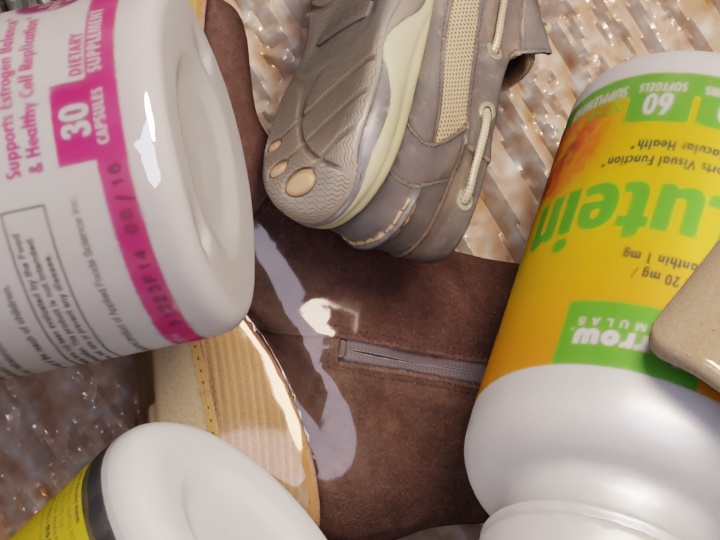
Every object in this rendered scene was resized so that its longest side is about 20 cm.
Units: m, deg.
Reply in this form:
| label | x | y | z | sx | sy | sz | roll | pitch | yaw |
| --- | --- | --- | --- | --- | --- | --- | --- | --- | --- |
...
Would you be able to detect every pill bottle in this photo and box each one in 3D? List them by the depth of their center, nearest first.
| label | x | y | z | sx | sy | sz | roll | pitch | yaw |
| --- | --- | --- | --- | --- | --- | --- | --- | --- | --- |
| pill bottle | -0.142 | -0.017 | 0.746 | 0.198 | 0.113 | 0.114 | -12 | 87 | 9 |
| pill bottle | -0.100 | 0.150 | 0.766 | 0.200 | 0.112 | 0.112 | -43 | 90 | 19 |
| pill bottle | 0.098 | 0.036 | 0.779 | 0.110 | 0.111 | 0.201 | 22 | 59 | -3 |

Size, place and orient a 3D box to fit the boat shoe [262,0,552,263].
| label | x | y | z | sx | sy | sz | roll | pitch | yaw |
| --- | --- | --- | --- | --- | --- | --- | --- | --- | --- |
| boat shoe | 0.025 | -0.087 | 0.827 | 0.073 | 0.074 | 0.201 | 35 | 58 | -27 |

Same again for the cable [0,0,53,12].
| label | x | y | z | sx | sy | sz | roll | pitch | yaw |
| --- | --- | --- | --- | --- | --- | --- | --- | --- | --- |
| cable | -0.108 | -0.115 | 0.817 | 0.050 | 0.097 | 0.202 | -15 | 88 | 0 |

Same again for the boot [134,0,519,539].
| label | x | y | z | sx | sy | sz | roll | pitch | yaw |
| --- | --- | --- | --- | --- | --- | --- | --- | --- | --- |
| boot | 0.000 | 0.000 | 0.844 | 0.165 | 0.072 | 0.202 | 0 | 82 | -18 |

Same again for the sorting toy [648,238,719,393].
| label | x | y | z | sx | sy | sz | roll | pitch | yaw |
| --- | --- | --- | --- | --- | --- | --- | --- | --- | --- |
| sorting toy | 0.215 | 0.019 | 0.728 | 0.199 | 0.037 | 0.185 | 33 | 60 | 17 |
